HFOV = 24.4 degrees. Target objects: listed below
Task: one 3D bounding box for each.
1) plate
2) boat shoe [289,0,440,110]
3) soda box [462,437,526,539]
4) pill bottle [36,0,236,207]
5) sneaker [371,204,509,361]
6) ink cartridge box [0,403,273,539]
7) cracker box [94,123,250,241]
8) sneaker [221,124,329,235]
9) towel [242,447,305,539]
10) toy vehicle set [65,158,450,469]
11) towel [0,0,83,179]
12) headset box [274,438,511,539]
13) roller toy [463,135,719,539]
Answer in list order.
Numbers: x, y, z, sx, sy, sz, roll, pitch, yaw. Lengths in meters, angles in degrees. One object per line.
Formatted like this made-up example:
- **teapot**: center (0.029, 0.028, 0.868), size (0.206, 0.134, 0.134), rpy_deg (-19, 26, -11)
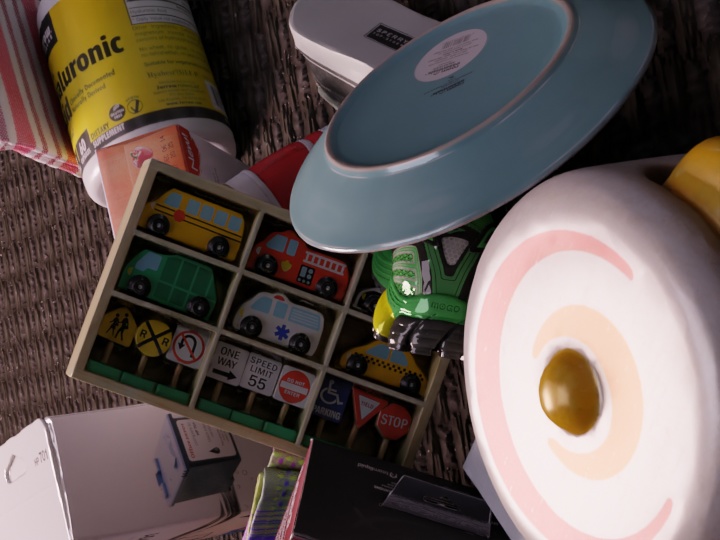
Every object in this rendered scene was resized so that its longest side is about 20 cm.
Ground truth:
- **plate**: center (0.046, -0.083, 0.795), size (0.200, 0.200, 0.026), rpy_deg (14, 145, 57)
- **boat shoe**: center (0.037, -0.095, 0.922), size (0.200, 0.071, 0.064), rpy_deg (39, 156, 41)
- **soda box**: center (0.131, 0.140, 0.811), size (0.200, 0.063, 0.068), rpy_deg (56, 139, 36)
- **pill bottle**: center (-0.168, -0.153, 1.193), size (0.111, 0.111, 0.201), rpy_deg (-47, 56, 52)
- **sneaker**: center (0.051, -0.018, 0.851), size (0.200, 0.078, 0.086), rpy_deg (-90, 12, -76)
- **ink cartridge box**: center (-0.131, 0.137, 1.110), size (0.146, 0.199, 0.086), rpy_deg (-32, 70, 57)
- **cracker box**: center (-0.089, -0.002, 1.036), size (0.200, 0.057, 0.135), rpy_deg (23, -128, -74)
- **sneaker**: center (0.000, 0.000, 1.008), size (0.071, 0.112, 0.201), rpy_deg (34, 155, 49)
- **towel**: center (-0.011, 0.207, 1.002), size (0.023, 0.143, 0.201), rpy_deg (-80, 5, -62)
- **toy vehicle set**: center (-0.047, 0.032, 0.920), size (0.125, 0.199, 0.026), rpy_deg (-71, 17, -5)
- **towel**: center (-0.224, -0.130, 1.230), size (0.030, 0.200, 0.147), rpy_deg (-28, 68, 20)
- **headset box**: center (0.017, 0.190, 0.918), size (0.077, 0.148, 0.201), rpy_deg (-79, 7, -53)
- **roller toy**: center (0.136, 0.043, 0.710), size (0.200, 0.139, 0.184), rpy_deg (-13, 86, 58)
